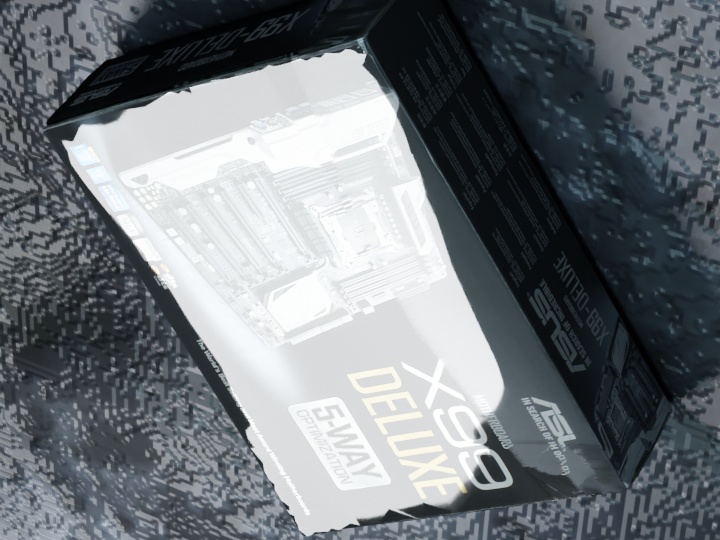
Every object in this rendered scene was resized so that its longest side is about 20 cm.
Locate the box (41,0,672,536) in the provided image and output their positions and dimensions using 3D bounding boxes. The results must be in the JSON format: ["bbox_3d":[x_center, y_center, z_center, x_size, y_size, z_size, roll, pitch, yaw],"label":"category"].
[{"bbox_3d":[0.000,0.000,1.029,0.158,0.050,0.200,-11,120,39],"label":"box"}]
